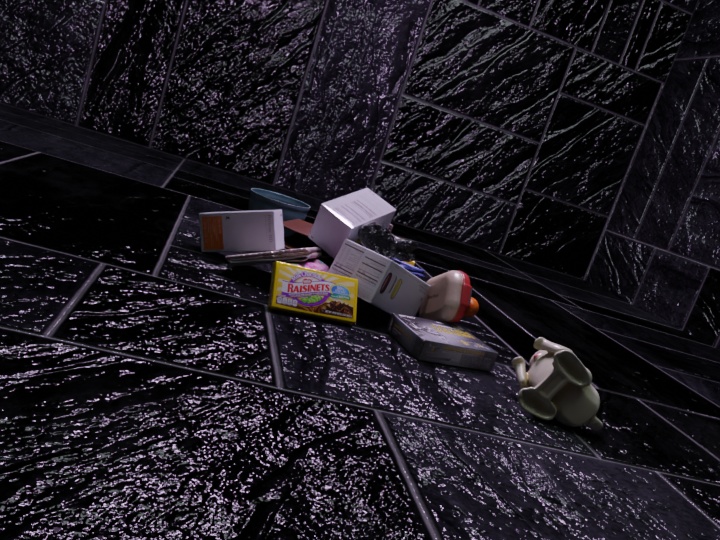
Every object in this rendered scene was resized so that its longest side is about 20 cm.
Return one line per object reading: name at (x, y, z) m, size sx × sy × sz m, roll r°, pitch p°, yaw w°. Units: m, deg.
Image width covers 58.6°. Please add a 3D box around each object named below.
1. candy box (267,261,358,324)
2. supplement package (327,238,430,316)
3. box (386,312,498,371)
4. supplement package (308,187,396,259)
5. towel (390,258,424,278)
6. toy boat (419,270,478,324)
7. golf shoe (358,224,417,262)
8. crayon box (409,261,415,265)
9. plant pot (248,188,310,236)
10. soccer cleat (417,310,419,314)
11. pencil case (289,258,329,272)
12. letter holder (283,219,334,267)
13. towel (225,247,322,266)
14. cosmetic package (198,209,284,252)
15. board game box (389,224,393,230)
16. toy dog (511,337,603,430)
candy box at (-0.099, 0.049, 1.378) m, size 0.200 × 0.102 × 0.026 m, roll 13°, pitch -23°, yaw -27°
supplement package at (0.045, 0.029, 1.550) m, size 0.156 × 0.111 × 0.200 m, roll 27°, pitch -2°, yaw 38°
box at (0.179, 0.158, 1.425) m, size 0.200 × 0.048 × 0.158 m, roll 13°, pitch 12°, yaw -26°
supplement package at (-0.020, -0.122, 1.664) m, size 0.109 × 0.114 × 0.200 m, roll 39°, pitch 37°, yaw 19°
towel at (0.067, -0.030, 1.741) m, size 0.200 × 0.024 × 0.145 m, roll 25°, pitch 6°, yaw 31°
toy boat at (0.232, 0.081, 1.589) m, size 0.131 × 0.131 × 0.200 m, roll 17°, pitch -16°, yaw -18°
golf shoe at (0.053, -0.069, 1.645) m, size 0.200 × 0.078 × 0.094 m, roll 23°, pitch -3°, yaw -43°
crayon box at (0.092, -0.009, 1.922) m, size 0.126 × 0.052 × 0.200 m, roll 19°, pitch -10°, yaw 2°
plant pot at (-0.277, -0.173, 2.086) m, size 0.200 × 0.134 × 0.200 m, roll 17°, pitch 11°, yaw -3°
soccer cleat at (0.111, 0.068, 1.737) m, size 0.085 × 0.069 × 0.200 m, roll -28°, pitch 51°, yaw -18°
pencil case at (-0.132, 0.020, 1.493) m, size 0.087 × 0.088 × 0.200 m, roll 21°, pitch 8°, yaw 13°
letter holder at (-0.160, -0.062, 1.743) m, size 0.200 × 0.101 × 0.142 m, roll 22°, pitch 24°, yaw 40°
towel at (-0.204, -0.032, 1.544) m, size 0.200 × 0.032 × 0.191 m, roll -5°, pitch 2°, yaw 5°
cosmetic package at (-0.298, -0.099, 1.612) m, size 0.200 × 0.102 × 0.071 m, roll -2°, pitch 7°, yaw 12°
board game box at (-0.017, -0.112, 2.144) m, size 0.200 × 0.160 × 0.097 m, roll 13°, pitch 12°, yaw -22°
toy dog at (0.400, 0.217, 1.281) m, size 0.194 × 0.140 × 0.200 m, roll 32°, pitch 11°, yaw 0°
